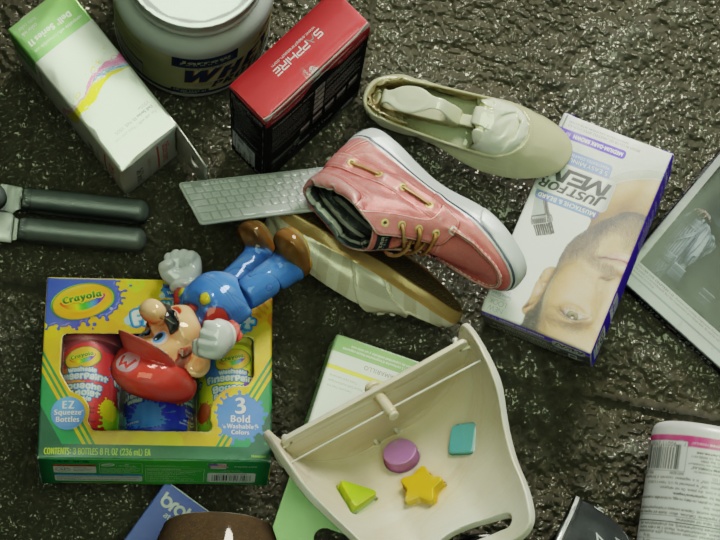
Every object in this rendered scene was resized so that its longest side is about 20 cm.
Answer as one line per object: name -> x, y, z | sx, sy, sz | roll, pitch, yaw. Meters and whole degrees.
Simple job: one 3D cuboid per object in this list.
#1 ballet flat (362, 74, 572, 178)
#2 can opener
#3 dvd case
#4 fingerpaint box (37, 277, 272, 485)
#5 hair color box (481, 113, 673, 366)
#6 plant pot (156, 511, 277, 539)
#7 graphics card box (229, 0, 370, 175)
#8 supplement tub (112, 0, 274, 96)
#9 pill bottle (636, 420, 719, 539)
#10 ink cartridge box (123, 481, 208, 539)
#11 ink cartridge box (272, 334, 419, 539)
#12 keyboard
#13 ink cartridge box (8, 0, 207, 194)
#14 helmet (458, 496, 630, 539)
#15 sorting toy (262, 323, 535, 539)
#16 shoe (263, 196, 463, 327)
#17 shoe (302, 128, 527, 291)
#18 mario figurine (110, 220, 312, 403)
ballet flat -> 0.091, -0.133, 1.693 | 0.199, 0.069, 0.070 | 17, 79, 17
can opener -> -0.287, -0.049, 1.676 | 0.198, 0.066, 0.053 | 7, 79, -9
dvd case -> 0.352, -0.018, 1.753 | 0.150, 0.025, 0.200 | 41, 81, 1
fingerpaint box -> -0.176, 0.096, 1.638 | 0.198, 0.073, 0.168 | 2, 66, -5
hair color box -> 0.197, -0.028, 1.709 | 0.109, 0.065, 0.201 | 21, 81, 12
plant pot -> -0.122, 0.306, 1.544 | 0.185, 0.187, 0.201 | 3, 67, -5
graphics card box -> -0.054, -0.157, 1.643 | 0.051, 0.200, 0.125 | 44, 80, 7
supplement tub -> -0.146, -0.243, 1.647 | 0.144, 0.200, 0.146 | 1, 82, -5
pill bottle -> 0.299, 0.241, 1.663 | 0.112, 0.113, 0.202 | 10, 81, -4
ink cartridge box -> -0.117, 0.281, 1.650 | 0.199, 0.044, 0.094 | 36, 78, 1
ink cartridge box -> 0.013, 0.175, 1.678 | 0.145, 0.048, 0.201 | 19, 78, -3
keyboard -> -0.060, -0.069, 1.679 | 0.199, 0.011, 0.056 | -8, 39, -26
ink cartridge box -> -0.220, -0.140, 1.666 | 0.067, 0.117, 0.200 | -39, 86, -9
helmet -> 0.153, 0.296, 1.602 | 0.189, 0.200, 0.202 | -6, 82, 9
sorting toy -> 0.051, 0.175, 1.568 | 0.199, 0.107, 0.180 | -27, 53, -9
shoe -> 0.000, 0.000, 1.700 | 0.199, 0.070, 0.054 | 32, 108, 3
shoe -> 0.045, -0.034, 1.648 | 0.200, 0.072, 0.091 | 40, 54, 11
mario figurine -> -0.134, 0.024, 1.571 | 0.106, 0.123, 0.200 | 44, 61, 2
